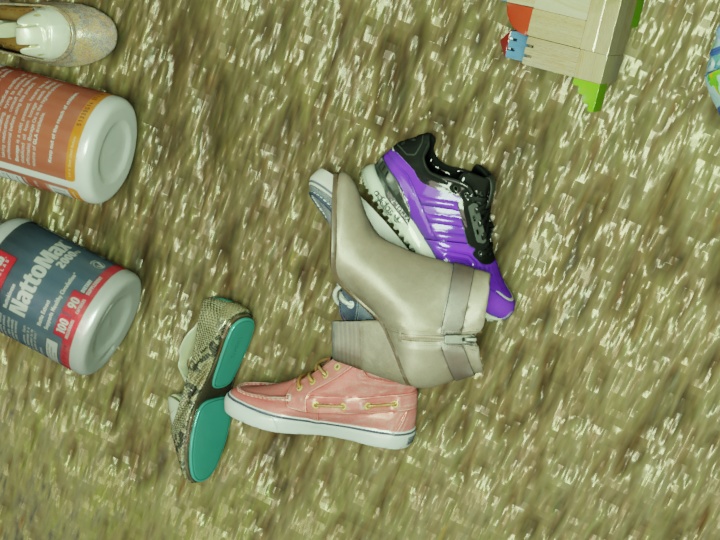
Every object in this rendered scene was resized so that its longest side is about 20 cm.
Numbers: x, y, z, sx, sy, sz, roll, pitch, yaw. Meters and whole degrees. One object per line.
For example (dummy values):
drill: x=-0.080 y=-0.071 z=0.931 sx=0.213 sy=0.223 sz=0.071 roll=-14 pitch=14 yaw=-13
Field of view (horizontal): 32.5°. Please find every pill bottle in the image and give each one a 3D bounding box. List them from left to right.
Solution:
pill bottle: x=-0.338 y=-0.145 z=1.254 sx=0.200 sy=0.112 sz=0.112 roll=17 pitch=108 yaw=12
pill bottle: x=-0.343 y=0.015 z=1.294 sx=0.200 sy=0.120 sz=0.120 roll=26 pitch=110 yaw=8

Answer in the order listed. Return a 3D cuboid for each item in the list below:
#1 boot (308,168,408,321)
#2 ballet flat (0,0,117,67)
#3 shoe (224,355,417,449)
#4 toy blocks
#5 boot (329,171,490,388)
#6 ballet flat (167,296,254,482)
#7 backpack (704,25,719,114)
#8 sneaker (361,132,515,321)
boot: x=0.000 y=0.000 z=1.198 sx=0.090 sy=0.073 sz=0.200 roll=-43 pitch=90 yaw=-8
ballet flat: x=-0.348 y=-0.242 z=1.256 sx=0.200 sy=0.067 sz=0.068 roll=7 pitch=106 yaw=15
shoe: x=-0.038 y=0.118 z=1.259 sx=0.200 sy=0.071 sz=0.091 roll=9 pitch=105 yaw=7
toy blocks: x=0.174 y=-0.255 z=1.093 sx=0.137 sy=0.100 sz=0.200 roll=19 pitch=108 yaw=23
boot: x=0.046 y=0.009 z=1.134 sx=0.146 sy=0.070 sz=0.200 roll=0 pitch=101 yaw=7
ballet flat: x=-0.167 y=0.121 z=1.307 sx=0.075 sy=0.068 sz=0.200 roll=24 pitch=106 yaw=33
backpack: x=0.389 y=-0.169 z=1.019 sx=0.200 sy=0.163 sz=0.154 roll=-34 pitch=84 yaw=28
sneaker: x=0.097 y=-0.046 z=1.174 sx=0.099 sy=0.070 sz=0.200 roll=-39 pitch=91 yaw=19
